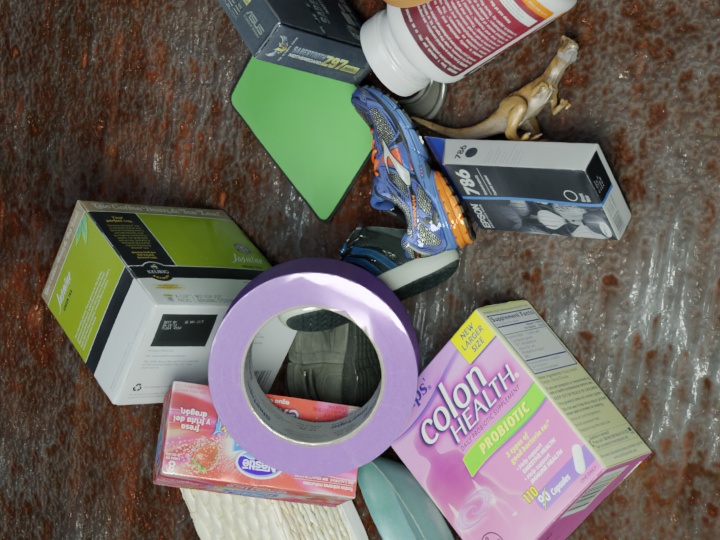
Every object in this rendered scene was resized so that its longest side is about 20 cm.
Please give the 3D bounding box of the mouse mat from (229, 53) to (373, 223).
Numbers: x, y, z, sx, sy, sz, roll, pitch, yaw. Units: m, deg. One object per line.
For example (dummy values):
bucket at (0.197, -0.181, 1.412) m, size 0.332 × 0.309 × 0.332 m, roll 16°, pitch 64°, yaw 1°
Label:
mouse mat at (-0.059, -0.171, 1.748) m, size 0.200 × 0.008 × 0.161 m, roll 52°, pitch 132°, yaw 20°

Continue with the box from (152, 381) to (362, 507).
box at (-0.105, 0.179, 1.654) m, size 0.103 × 0.199 × 0.095 m, roll 135°, pitch 143°, yaw -71°

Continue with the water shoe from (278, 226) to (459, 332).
water shoe at (0.000, 0.000, 1.636) m, size 0.079 × 0.199 × 0.072 m, roll 65°, pitch 160°, yaw 19°

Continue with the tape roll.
tape roll at (-0.043, 0.092, 1.553) m, size 0.199 × 0.066 × 0.202 m, roll 1°, pitch 104°, yaw 4°

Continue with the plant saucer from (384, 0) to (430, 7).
plant saucer at (0.091, -0.321, 1.493) m, size 0.200 × 0.032 × 0.201 m, roll -35°, pitch 33°, yaw 27°

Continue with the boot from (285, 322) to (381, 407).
boot at (-0.030, 0.059, 1.734) m, size 0.130 × 0.067 × 0.201 m, roll 16°, pitch 104°, yaw 42°

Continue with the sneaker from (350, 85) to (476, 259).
sneaker at (0.037, -0.098, 1.613) m, size 0.078 × 0.075 × 0.201 m, roll -30°, pitch 68°, yaw 3°

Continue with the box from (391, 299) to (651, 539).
box at (0.146, 0.163, 1.579) m, size 0.200 × 0.096 × 0.176 m, roll 52°, pitch 122°, yaw 22°

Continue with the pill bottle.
pill bottle at (0.099, -0.251, 1.549) m, size 0.199 × 0.113 × 0.114 m, roll -30°, pitch 77°, yaw 31°

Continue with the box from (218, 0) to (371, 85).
box at (-0.084, -0.284, 1.650) m, size 0.051 × 0.157 × 0.201 m, roll -49°, pitch 56°, yaw 27°

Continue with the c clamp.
c clamp at (0.008, -0.228, 1.689) m, size 0.199 × 0.027 × 0.172 m, roll 6°, pitch 99°, yaw 38°

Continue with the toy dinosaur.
toy dinosaur at (0.148, -0.149, 1.580) m, size 0.200 × 0.060 × 0.107 m, roll -33°, pitch 52°, yaw 30°

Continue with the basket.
basket at (-0.097, 0.271, 1.771) m, size 0.135 × 0.123 × 0.201 m, roll -34°, pitch 74°, yaw 35°

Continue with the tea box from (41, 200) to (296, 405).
tea box at (-0.204, 0.034, 1.757) m, size 0.197 × 0.199 × 0.134 m, roll 49°, pitch 124°, yaw 39°

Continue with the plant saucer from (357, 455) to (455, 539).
plant saucer at (0.058, 0.268, 1.650) m, size 0.200 × 0.036 × 0.200 m, roll 57°, pitch 164°, yaw 25°

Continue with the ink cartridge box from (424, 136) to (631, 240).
ink cartridge box at (0.152, -0.079, 1.552) m, size 0.199 × 0.039 × 0.100 m, roll 6°, pitch 144°, yaw 39°
